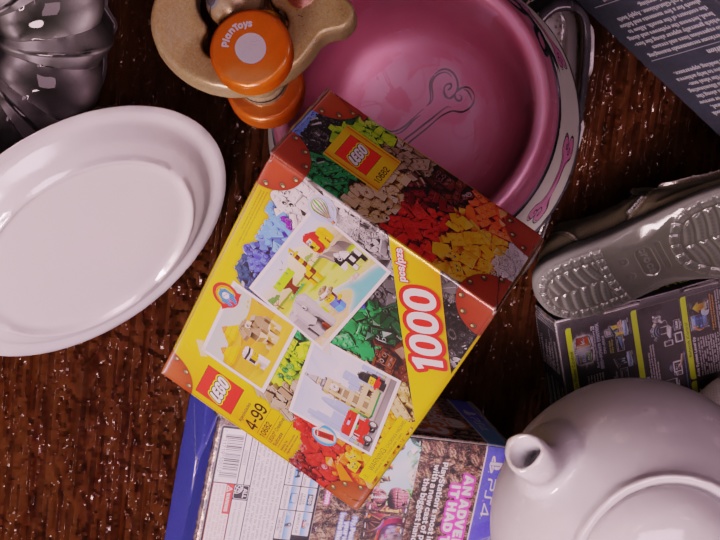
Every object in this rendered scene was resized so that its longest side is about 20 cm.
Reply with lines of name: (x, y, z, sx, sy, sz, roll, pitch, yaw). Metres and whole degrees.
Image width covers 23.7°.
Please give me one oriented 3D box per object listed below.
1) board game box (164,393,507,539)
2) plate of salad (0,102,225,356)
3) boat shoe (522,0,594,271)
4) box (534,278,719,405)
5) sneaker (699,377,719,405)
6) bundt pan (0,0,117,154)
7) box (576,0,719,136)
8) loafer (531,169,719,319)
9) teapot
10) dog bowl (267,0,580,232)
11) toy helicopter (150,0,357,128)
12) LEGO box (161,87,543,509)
board game box: (-0.020, 0.164, 1.132, 0.198, 0.097, 0.161, 9, 102, -16)
plate of salad: (-0.173, -0.027, 1.035, 0.199, 0.048, 0.201, -25, 145, -18)
boat shoe: (0.109, -0.083, 1.119, 0.073, 0.060, 0.202, 11, 101, -16)
box: (0.216, 0.102, 1.205, 0.159, 0.044, 0.202, -15, 107, -9)
sneaker: (0.175, 0.136, 1.141, 0.115, 0.074, 0.201, 33, 96, -22)
bundt pan: (-0.236, -0.135, 0.995, 0.200, 0.076, 0.203, -7, 115, -14)
box: (0.246, -0.188, 1.078, 0.200, 0.107, 0.149, 38, 70, -21)
loafer: (0.205, -0.034, 1.126, 0.199, 0.070, 0.075, -17, 128, 13)
teapot: (0.179, 0.170, 1.046, 0.198, 0.146, 0.199, -5, 104, -6)
dog bowl: (0.034, -0.095, 1.043, 0.198, 0.074, 0.202, -1, 85, 8)
toy helicopter: (-0.044, -0.191, 0.995, 0.132, 0.079, 0.200, 42, 84, 12)
LEGO box: (-0.009, 0.021, 0.989, 0.148, 0.077, 0.200, 34, 134, 4)
